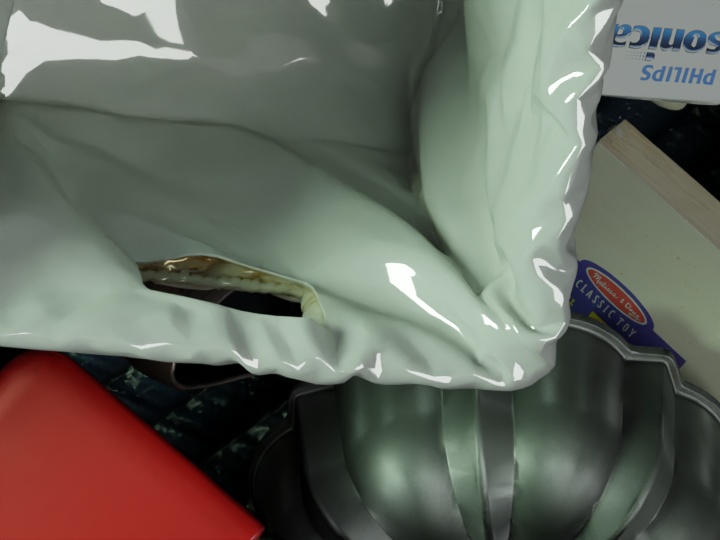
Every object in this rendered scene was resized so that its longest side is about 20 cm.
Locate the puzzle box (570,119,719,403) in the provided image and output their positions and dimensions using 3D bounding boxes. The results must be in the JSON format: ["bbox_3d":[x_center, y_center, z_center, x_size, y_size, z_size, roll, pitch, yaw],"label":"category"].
[{"bbox_3d":[0.140,0.050,0.907,0.025,0.200,0.133,-38,168,-45],"label":"puzzle box"}]

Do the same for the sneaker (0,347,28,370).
[{"bbox_3d":[-0.175,0.040,0.808,0.200,0.083,0.072,11,108,-32],"label":"sneaker"}]

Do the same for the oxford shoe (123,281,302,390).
[{"bbox_3d":[0.000,0.000,0.892,0.200,0.073,0.071,-24,123,-17],"label":"oxford shoe"}]

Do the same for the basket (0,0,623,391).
[{"bbox_3d":[-0.033,-0.088,0.686,0.198,0.161,0.200,6,111,-6],"label":"basket"}]

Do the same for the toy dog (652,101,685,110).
[{"bbox_3d":[0.209,-0.133,0.904,0.200,0.140,0.194,16,100,-38],"label":"toy dog"}]

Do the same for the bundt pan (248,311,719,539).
[{"bbox_3d":[0.054,0.116,0.878,0.202,0.076,0.202,0,123,0],"label":"bundt pan"}]

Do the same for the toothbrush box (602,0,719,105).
[{"bbox_3d":[0.079,-0.176,0.805,0.086,0.146,0.200,2,112,-31],"label":"toothbrush box"}]

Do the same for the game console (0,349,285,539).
[{"bbox_3d":[-0.095,0.155,0.815,0.200,0.119,0.172,-50,141,6],"label":"game console"}]
